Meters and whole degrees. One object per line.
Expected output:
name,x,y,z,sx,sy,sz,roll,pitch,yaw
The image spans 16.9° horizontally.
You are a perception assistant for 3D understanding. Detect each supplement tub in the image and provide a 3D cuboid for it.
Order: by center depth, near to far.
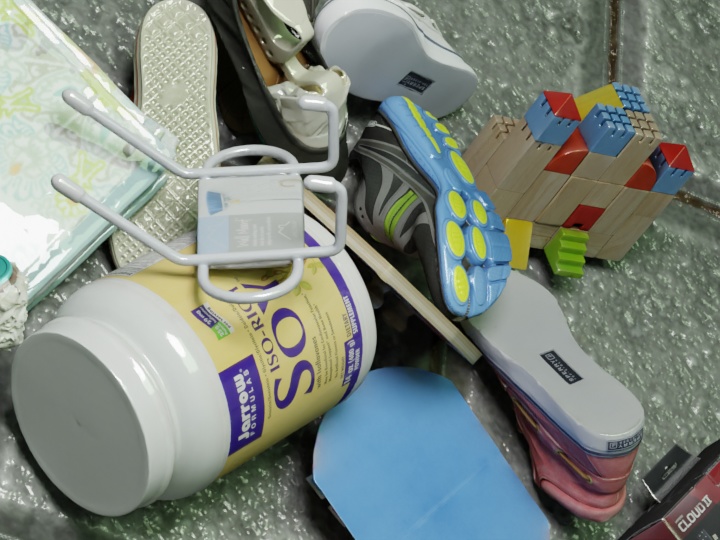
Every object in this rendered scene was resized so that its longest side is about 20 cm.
supplement tub,-0.104,0.055,1.508,0.200,0.145,0.146,-30,83,-41

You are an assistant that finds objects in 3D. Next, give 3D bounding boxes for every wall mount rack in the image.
wall mount rack,-0.097,-0.056,1.481,0.173,0.075,0.200,-2,29,-2

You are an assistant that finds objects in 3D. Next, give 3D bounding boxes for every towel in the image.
towel,-0.234,-0.069,1.538,0.171,0.048,0.200,44,63,0

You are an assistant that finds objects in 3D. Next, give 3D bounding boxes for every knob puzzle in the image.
knob puzzle,0.000,0.000,1.607,0.220,0.220,0.030,43,89,-5

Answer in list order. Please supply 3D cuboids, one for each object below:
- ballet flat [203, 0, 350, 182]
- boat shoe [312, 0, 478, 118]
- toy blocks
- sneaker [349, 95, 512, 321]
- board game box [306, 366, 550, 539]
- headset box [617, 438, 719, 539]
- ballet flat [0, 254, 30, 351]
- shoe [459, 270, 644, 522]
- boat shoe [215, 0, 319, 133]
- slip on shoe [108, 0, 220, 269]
ballet flat,-0.051,-0.139,1.632,0.068,0.068,0.200,-40,113,-30
boat shoe,0.014,-0.163,1.734,0.065,0.074,0.200,57,12,26
toy blocks,0.160,-0.078,1.753,0.200,0.137,0.100,9,44,-34
sneaker,0.044,-0.034,1.682,0.071,0.083,0.200,22,31,-40
board game box,0.041,0.163,1.615,0.200,0.039,0.158,55,44,-1
headset box,0.279,0.210,1.719,0.200,0.075,0.149,50,48,1
ballet flat,-0.288,0.048,1.434,0.200,0.072,0.072,-16,73,-18
shoe,0.125,0.087,1.696,0.071,0.091,0.200,-18,45,-26
boat shoe,-0.063,-0.195,1.713,0.066,0.072,0.201,6,82,-49
slip on shoe,-0.131,-0.082,1.625,0.074,0.061,0.200,5,71,-5
